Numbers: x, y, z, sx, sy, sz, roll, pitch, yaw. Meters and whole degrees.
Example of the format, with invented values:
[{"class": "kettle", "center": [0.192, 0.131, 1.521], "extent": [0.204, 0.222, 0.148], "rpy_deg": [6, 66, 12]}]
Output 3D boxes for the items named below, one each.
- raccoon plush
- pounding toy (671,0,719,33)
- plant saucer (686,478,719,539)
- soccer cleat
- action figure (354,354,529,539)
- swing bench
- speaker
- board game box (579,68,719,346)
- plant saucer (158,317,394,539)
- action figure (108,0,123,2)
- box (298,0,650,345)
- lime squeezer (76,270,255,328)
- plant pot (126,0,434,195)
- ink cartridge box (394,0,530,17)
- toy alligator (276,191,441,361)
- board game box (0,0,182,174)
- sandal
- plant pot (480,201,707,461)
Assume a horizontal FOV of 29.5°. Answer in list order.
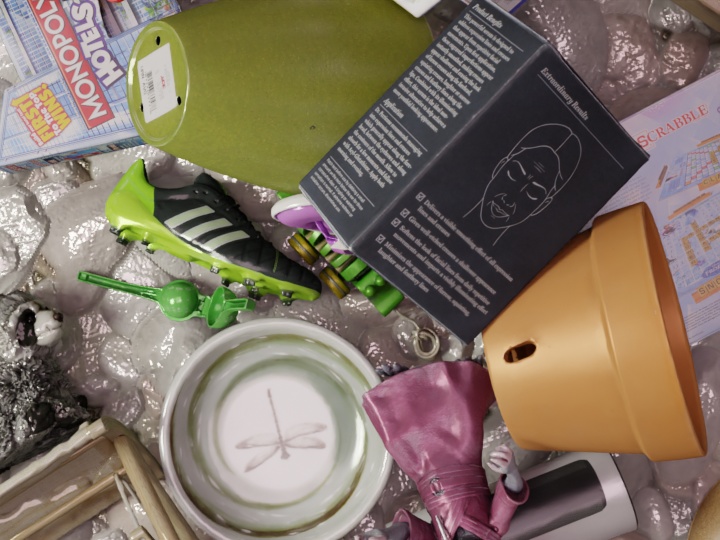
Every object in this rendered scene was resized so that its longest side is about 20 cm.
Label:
[{"class": "raccoon plush", "center": [-0.325, 0.103, 1.152], "extent": [0.200, 0.097, 0.134], "rpy_deg": [-31, 80, -1]}, {"class": "pounding toy", "center": [0.334, -0.307, 1.155], "extent": [0.184, 0.142, 0.200], "rpy_deg": [34, 99, 2]}, {"class": "plant saucer", "center": [0.380, 0.252, 1.167], "extent": [0.200, 0.035, 0.200], "rpy_deg": [0, 88, 1]}, {"class": "soccer cleat", "center": [-0.119, -0.034, 1.169], "extent": [0.200, 0.068, 0.081], "rpy_deg": [23, 76, 2]}, {"class": "action figure", "center": [0.068, 0.172, 1.097], "extent": [0.134, 0.149, 0.200], "rpy_deg": [-17, 69, 10]}, {"class": "swing bench", "center": [-0.236, 0.253, 1.127], "extent": [0.199, 0.130, 0.200], "rpy_deg": [-32, 82, 0]}, {"class": "speaker", "center": [0.125, 0.215, 1.148], "extent": [0.200, 0.081, 0.081], "rpy_deg": [-21, 88, 0]}, {"class": "board game box", "center": [0.287, -0.051, 1.176], "extent": [0.200, 0.041, 0.200], "rpy_deg": [-27, 88, 0]}, {"class": "plant saucer", "center": [-0.070, 0.140, 1.166], "extent": [0.200, 0.050, 0.200], "rpy_deg": [0, 88, 0]}, {"class": "action figure", "center": [-0.150, -0.274, 1.119], "extent": [0.200, 0.099, 0.065], "rpy_deg": [-17, 71, -16]}, {"class": "box", "center": [0.083, -0.073, 1.013], "extent": [0.200, 0.107, 0.148], "rpy_deg": [-45, 128, 6]}, {"class": "lime squeezer", "center": [-0.150, 0.028, 1.160], "extent": [0.200, 0.071, 0.038], "rpy_deg": [9, 96, 36]}, {"class": "plant pot", "center": [-0.073, -0.140, 1.068], "extent": [0.200, 0.187, 0.187], "rpy_deg": [-4, 87, -38]}, {"class": "ink cartridge box", "center": [0.052, -0.270, 1.119], "extent": [0.200, 0.198, 0.047], "rpy_deg": [40, 122, 2]}, {"class": "toy alligator", "center": [0.000, 0.000, 1.169], "extent": [0.059, 0.054, 0.200], "rpy_deg": [-43, 88, -1]}, {"class": "board game box", "center": [-0.240, -0.175, 1.174], "extent": [0.200, 0.062, 0.200], "rpy_deg": [-26, 88, -2]}, {"class": "sandal", "center": [0.022, -0.026, 1.117], "extent": [0.203, 0.082, 0.050], "rpy_deg": [10, 69, -33]}, {"class": "plant pot", "center": [0.179, 0.060, 1.068], "extent": [0.140, 0.200, 0.200], "rpy_deg": [-15, 88, 16]}]
